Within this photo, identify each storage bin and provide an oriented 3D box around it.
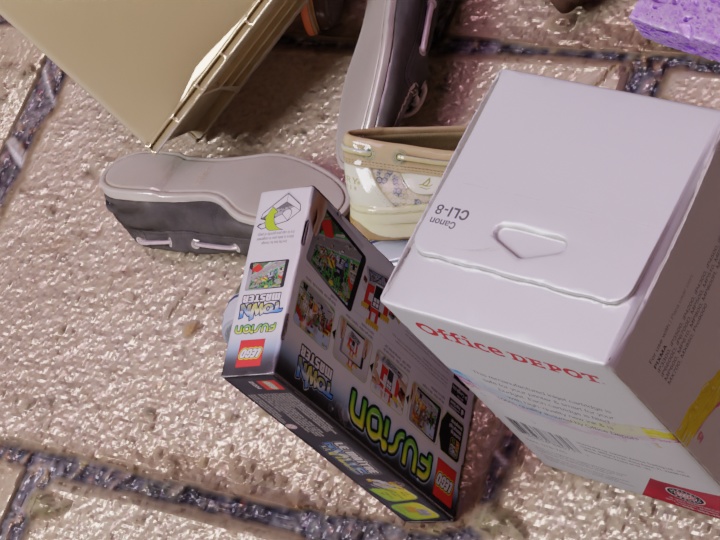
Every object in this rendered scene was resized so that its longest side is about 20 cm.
[{"bbox_3d":[-0.139,-0.216,1.341,0.200,0.094,0.199,42,111,4],"label":"storage bin"}]

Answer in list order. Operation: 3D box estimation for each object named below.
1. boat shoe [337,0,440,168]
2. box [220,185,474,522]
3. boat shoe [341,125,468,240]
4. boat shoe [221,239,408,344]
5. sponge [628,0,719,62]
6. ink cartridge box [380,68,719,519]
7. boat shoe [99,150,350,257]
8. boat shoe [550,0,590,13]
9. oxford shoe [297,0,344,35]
[{"bbox_3d":[0.030,-0.152,1.315,0.067,0.057,0.201,-35,41,60],"label":"boat shoe"},{"bbox_3d":[0.001,0.050,1.119,0.035,0.200,0.111,-5,59,31],"label":"box"},{"bbox_3d":[0.089,-0.064,1.181,0.199,0.063,0.073,-11,19,-2],"label":"boat shoe"},{"bbox_3d":[0.000,0.000,1.241,0.199,0.072,0.062,-14,50,28],"label":"boat shoe"},{"bbox_3d":[0.259,-0.213,1.227,0.111,0.030,0.201,24,77,41],"label":"sponge"},{"bbox_3d":[0.137,0.016,1.049,0.145,0.200,0.145,15,71,39],"label":"ink cartridge box"},{"bbox_3d":[-0.083,-0.038,1.338,0.199,0.057,0.067,10,46,33],"label":"boat shoe"},{"bbox_3d":[0.099,-0.241,1.325,0.075,0.075,0.203,-43,48,11],"label":"boat shoe"},{"bbox_3d":[-0.003,-0.256,1.405,0.072,0.071,0.201,7,76,12],"label":"oxford shoe"}]
